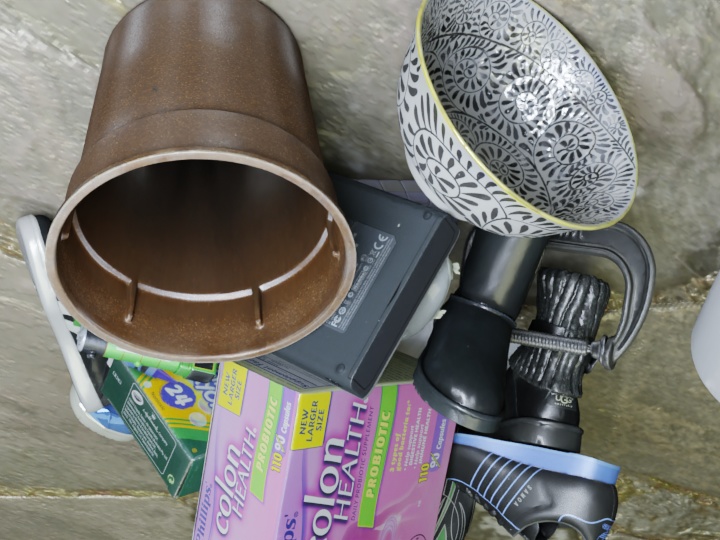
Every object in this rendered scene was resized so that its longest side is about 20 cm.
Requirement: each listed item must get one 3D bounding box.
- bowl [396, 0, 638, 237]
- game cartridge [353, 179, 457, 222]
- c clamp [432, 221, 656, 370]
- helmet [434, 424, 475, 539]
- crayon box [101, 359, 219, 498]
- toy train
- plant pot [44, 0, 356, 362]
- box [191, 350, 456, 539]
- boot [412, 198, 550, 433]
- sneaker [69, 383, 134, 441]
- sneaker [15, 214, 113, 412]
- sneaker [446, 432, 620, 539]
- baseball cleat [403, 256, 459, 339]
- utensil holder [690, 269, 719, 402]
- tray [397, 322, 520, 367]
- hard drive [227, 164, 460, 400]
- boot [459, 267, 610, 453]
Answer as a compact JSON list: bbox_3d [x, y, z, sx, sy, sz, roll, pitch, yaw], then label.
[{"bbox_3d":[0.092,-0.095,0.838,0.199,0.203,0.094,21,140,-28],"label":"bowl"},{"bbox_3d":[0.000,0.000,1.028,0.128,0.039,0.201,2,140,-28],"label":"game cartridge"},{"bbox_3d":[0.150,0.034,1.007,0.198,0.174,0.027,2,174,30],"label":"c clamp"},{"bbox_3d":[0.025,0.219,1.199,0.198,0.203,0.190,21,149,-28],"label":"helmet"},{"bbox_3d":[-0.107,0.111,1.041,0.198,0.126,0.052,-10,139,-45],"label":"crayon box"},{"bbox_3d":[-0.143,0.061,0.988,0.197,0.057,0.042,14,157,-20],"label":"toy train"},{"bbox_3d":[-0.110,-0.076,0.824,0.197,0.200,0.202,-4,140,-4],"label":"plant pot"},{"bbox_3d":[-0.024,0.163,0.976,0.198,0.096,0.179,2,103,-46],"label":"box"},{"bbox_3d":[0.105,0.015,0.915,0.073,0.199,0.164,23,107,-3],"label":"boot"},{"bbox_3d":[-0.165,0.116,1.125,0.198,0.078,0.111,20,139,-33],"label":"sneaker"},{"bbox_3d":[-0.218,0.021,1.032,0.111,0.073,0.202,-23,128,-15],"label":"sneaker"},{"bbox_3d":[0.125,0.188,1.028,0.198,0.079,0.070,5,168,35],"label":"sneaker"},{"bbox_3d":[-0.017,0.026,0.914,0.105,0.071,0.199,5,159,-33],"label":"baseball cleat"},{"bbox_3d":[0.391,0.021,1.027,0.167,0.172,0.201,0,142,-7],"label":"utensil holder"},{"bbox_3d":[0.128,0.097,1.186,0.198,0.022,0.108,15,134,-22],"label":"tray"},{"bbox_3d":[-0.042,-0.006,0.880,0.198,0.141,0.033,22,167,36],"label":"hard drive"},{"bbox_3d":[0.162,0.084,1.105,0.078,0.160,0.211,12,171,-16],"label":"boot"}]
